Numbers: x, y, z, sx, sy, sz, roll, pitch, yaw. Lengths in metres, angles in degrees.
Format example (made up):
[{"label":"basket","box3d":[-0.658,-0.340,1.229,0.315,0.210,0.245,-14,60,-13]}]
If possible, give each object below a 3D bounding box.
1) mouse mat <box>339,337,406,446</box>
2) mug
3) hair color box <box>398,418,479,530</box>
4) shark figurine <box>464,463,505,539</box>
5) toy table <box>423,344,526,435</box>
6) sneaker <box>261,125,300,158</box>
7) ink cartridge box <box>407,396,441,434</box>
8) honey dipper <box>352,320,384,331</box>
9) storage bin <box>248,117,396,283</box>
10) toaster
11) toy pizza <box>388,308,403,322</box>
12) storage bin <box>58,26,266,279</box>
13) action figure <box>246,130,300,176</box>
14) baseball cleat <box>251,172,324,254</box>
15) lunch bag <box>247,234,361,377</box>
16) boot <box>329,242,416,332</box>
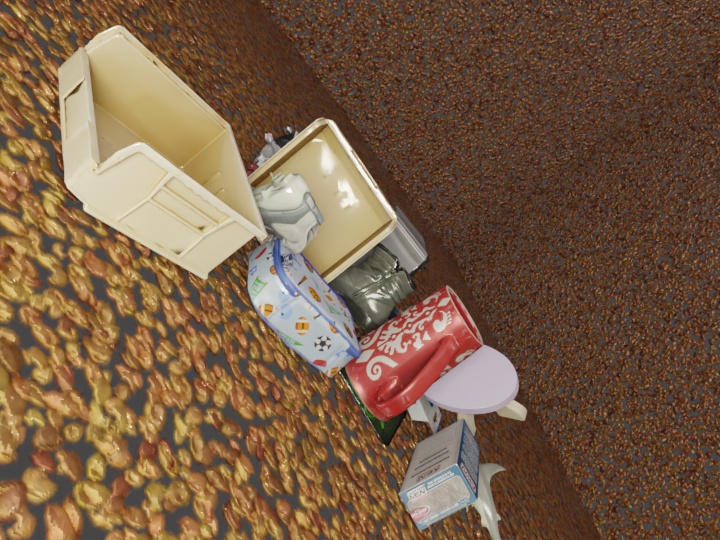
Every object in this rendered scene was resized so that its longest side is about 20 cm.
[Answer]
[{"label":"mouse mat","box3d":[0.020,0.194,0.991,0.164,0.007,0.200,58,14,5]},{"label":"mug","box3d":[0.091,0.141,0.924,0.133,0.197,0.180,43,18,-42]},{"label":"hair color box","box3d":[0.127,0.305,0.908,0.062,0.098,0.200,58,13,4]},{"label":"shark figurine","box3d":[0.218,0.378,1.016,0.217,0.087,0.131,-118,-163,-47]},{"label":"toy table","box3d":[0.196,0.213,1.064,0.196,0.186,0.118,18,-28,40]},{"label":"sneaker","box3d":[-0.107,-0.202,1.215,0.201,0.074,0.115,48,51,-20]},{"label":"ink cartridge box","box3d":[0.098,0.207,1.120,0.205,0.036,0.095,65,18,-3]},{"label":"honey dipper","box3d":[0.011,0.110,1.105,0.199,0.038,0.039,24,33,-61]},{"label":"storage bin","box3d":[-0.069,-0.099,0.942,0.202,0.196,0.094,53,9,-6]},{"label":"toaster","box3d":[0.041,-0.020,1.208,0.119,0.179,0.201,49,13,-10]},{"label":"toy pizza","box3d":[0.119,0.156,1.219,0.203,0.031,0.201,57,-11,17]},{"label":"storage bin","box3d":[-0.219,-0.128,0.650,0.198,0.092,0.204,40,21,-52]},{"label":"action figure","box3d":[-0.112,-0.176,1.071,0.134,0.193,0.154,-141,-137,-67]},{"label":"baseball cleat","box3d":[-0.122,-0.063,0.769,0.197,0.070,0.108,-4,-55,52]},{"label":"lunch bag","box3d":[-0.081,0.041,0.839,0.201,0.075,0.162,51,12,-27]},{"label":"boot","box3d":[0.000,0.000,1.051,0.199,0.132,0.068,43,12,10]}]
